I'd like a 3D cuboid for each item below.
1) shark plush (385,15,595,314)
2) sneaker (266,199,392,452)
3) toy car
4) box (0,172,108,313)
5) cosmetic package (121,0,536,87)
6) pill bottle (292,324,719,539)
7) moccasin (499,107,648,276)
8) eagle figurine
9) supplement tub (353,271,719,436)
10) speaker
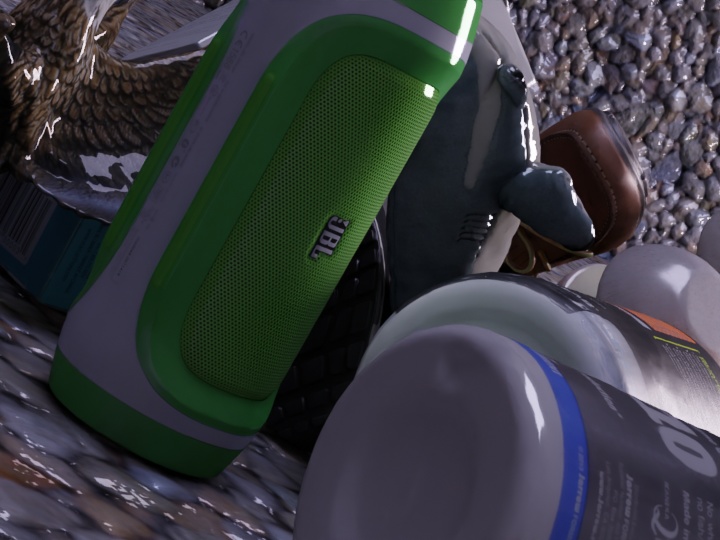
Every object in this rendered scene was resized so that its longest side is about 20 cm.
[{"bbox_3d":[0.030,-0.059,0.889,0.091,0.083,0.201,47,-19,38],"label":"shark plush"},{"bbox_3d":[0.000,0.000,1.003,0.088,0.075,0.201,40,38,-42],"label":"sneaker"},{"bbox_3d":[0.149,0.064,1.128,0.199,0.175,0.151,-21,87,-44],"label":"toy car"},{"bbox_3d":[-0.084,0.002,1.027,0.200,0.049,0.082,22,11,-47],"label":"box"},{"bbox_3d":[-0.013,-0.105,1.178,0.081,0.200,0.113,-5,-69,52],"label":"cosmetic package"},{"bbox_3d":[0.086,0.101,0.749,0.199,0.114,0.114,25,8,-36],"label":"pill bottle"},{"bbox_3d":[0.084,-0.032,1.144,0.074,0.077,0.201,66,-22,-2],"label":"moccasin"},{"bbox_3d":[-0.120,-0.080,0.923,0.200,0.150,0.153,21,49,-60],"label":"eagle figurine"},{"bbox_3d":[0.087,0.072,0.928,0.122,0.123,0.200,33,8,27],"label":"supplement tub"},{"bbox_3d":[-0.035,-0.029,0.813,0.088,0.201,0.088,29,7,-4],"label":"speaker"}]
